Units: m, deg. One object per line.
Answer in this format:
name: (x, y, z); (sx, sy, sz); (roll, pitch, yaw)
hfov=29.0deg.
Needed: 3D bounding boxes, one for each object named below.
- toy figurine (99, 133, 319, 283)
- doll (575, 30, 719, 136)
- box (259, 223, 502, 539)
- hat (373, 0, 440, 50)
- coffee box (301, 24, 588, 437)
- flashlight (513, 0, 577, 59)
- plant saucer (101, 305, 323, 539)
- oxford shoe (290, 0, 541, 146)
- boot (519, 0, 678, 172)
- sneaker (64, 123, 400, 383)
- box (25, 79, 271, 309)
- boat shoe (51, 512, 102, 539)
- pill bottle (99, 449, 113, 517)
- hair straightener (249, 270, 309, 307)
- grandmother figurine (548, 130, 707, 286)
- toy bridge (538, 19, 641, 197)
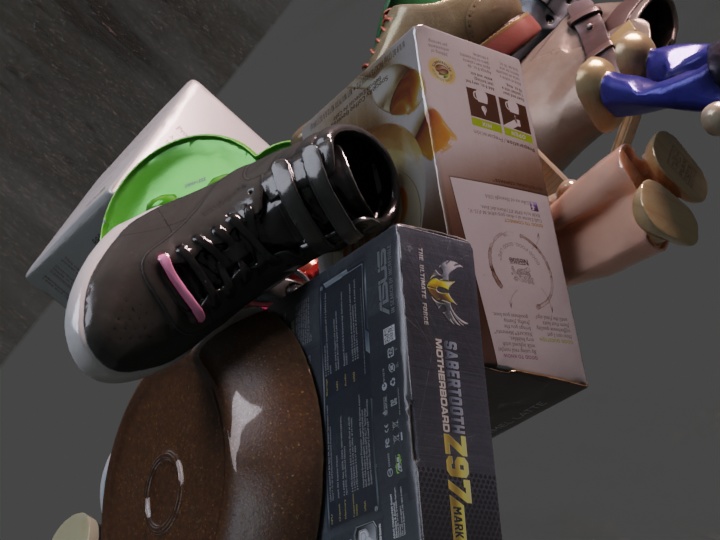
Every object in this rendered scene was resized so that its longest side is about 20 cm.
toy figurine: (-0.077, -0.009, 1.118); (0.199, 0.184, 0.151); (-18, 61, 16)
doll: (0.203, -0.104, 0.689); (0.199, 0.049, 0.136); (-5, 25, 49)
box: (-0.003, 0.100, 0.660); (0.157, 0.051, 0.201); (-32, 53, 47)
hat: (0.125, -0.212, 1.289); (0.166, 0.175, 0.200); (-57, -21, -20)
coffee box: (0.040, -0.013, 0.752); (0.114, 0.079, 0.201); (-38, 51, 43)
flashlight: (0.103, -0.170, 1.154); (0.200, 0.068, 0.068); (-54, 12, -9)
plant saucer: (-0.086, 0.114, 0.704); (0.200, 0.036, 0.202); (-28, 55, 50)
oxford shoe: (0.026, -0.142, 0.973); (0.199, 0.075, 0.070); (-33, 3, -10)
boot: (0.135, -0.099, 0.902); (0.146, 0.070, 0.201); (-22, 41, 38)
sneaker: (-0.055, -0.017, 0.679); (0.099, 0.071, 0.200); (-21, 13, 43)
box: (-0.164, -0.024, 1.308); (0.200, 0.199, 0.172); (-33, 21, 47)
boat shoe: (-0.202, 0.273, 0.973); (0.073, 0.063, 0.202); (-23, 42, 38)
pill bottle: (-0.093, 0.149, 0.856); (0.111, 0.111, 0.200); (-53, 15, -12)
hair straightener: (-0.105, 0.008, 0.944); (0.199, 0.077, 0.041); (9, 71, 42)
grandmother figurine: (0.101, -0.008, 0.783); (0.200, 0.061, 0.121); (-33, 15, 42)
toy bridge: (0.112, -0.056, 0.844); (0.200, 0.067, 0.027); (-45, 15, 14)
